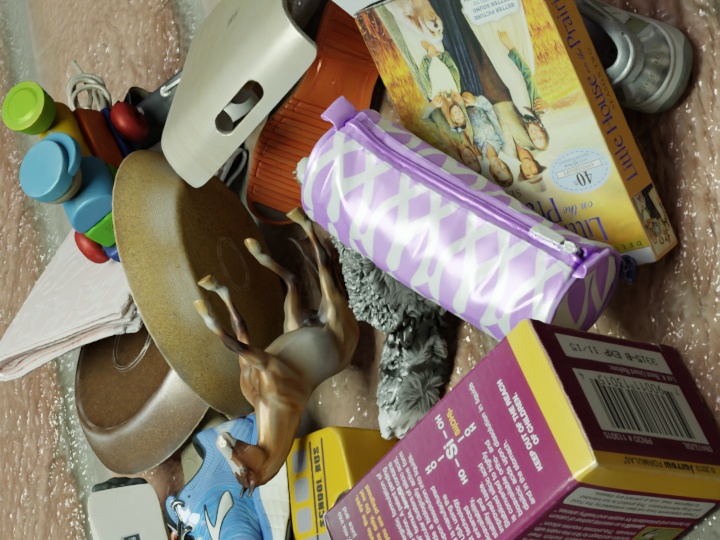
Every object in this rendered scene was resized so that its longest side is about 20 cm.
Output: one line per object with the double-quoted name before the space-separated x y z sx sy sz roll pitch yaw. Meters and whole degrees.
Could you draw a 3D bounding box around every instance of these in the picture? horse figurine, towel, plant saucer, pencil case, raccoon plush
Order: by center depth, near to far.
"pencil case" 0.058 -0.022 1.068 0.200 0.086 0.084 30 61 24
"raccoon plush" 0.000 0.000 1.214 0.134 0.097 0.200 27 102 56
"horse figurine" -0.050 0.043 1.216 0.050 0.200 0.133 -19 108 34
"plant saucer" -0.102 0.002 1.259 0.035 0.200 0.201 -23 63 19
"plant saucer" -0.164 0.058 1.389 0.200 0.034 0.201 -31 46 39
"towel" -0.190 -0.010 1.399 0.191 0.032 0.200 -19 33 45

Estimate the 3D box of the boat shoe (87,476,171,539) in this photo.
"boat shoe" -0.157 0.252 1.325 0.200 0.074 0.093 -106 11 -46

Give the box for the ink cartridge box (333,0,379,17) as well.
"ink cartridge box" 0.007 -0.267 1.140 0.084 0.200 0.176 -16 49 47

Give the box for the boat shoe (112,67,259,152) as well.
"boat shoe" -0.165 -0.118 1.420 0.200 0.074 0.060 -21 103 42

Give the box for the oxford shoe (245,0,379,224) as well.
"oxford shoe" -0.027 -0.125 1.298 0.200 0.071 0.073 -61 18 21

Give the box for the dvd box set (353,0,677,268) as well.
"dvd box set" 0.091 -0.087 1.088 0.146 0.029 0.200 -12 108 46

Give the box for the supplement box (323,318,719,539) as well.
"supplement box" 0.096 0.132 1.042 0.200 0.131 0.103 -47 50 31

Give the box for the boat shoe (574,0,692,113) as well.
"boat shoe" 0.116 -0.146 1.126 0.202 0.065 0.075 29 104 48

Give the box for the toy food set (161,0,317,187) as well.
"toy food set" -0.065 -0.162 1.265 0.144 0.060 0.200 -45 23 32

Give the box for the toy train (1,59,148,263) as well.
"toy train" -0.221 -0.107 1.336 0.085 0.116 0.200 -38 56 14

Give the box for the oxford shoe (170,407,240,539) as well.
"oxford shoe" -0.103 0.176 1.299 0.070 0.075 0.200 -49 48 33

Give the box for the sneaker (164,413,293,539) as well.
"sneaker" -0.086 0.187 1.226 0.089 0.079 0.200 -7 48 4

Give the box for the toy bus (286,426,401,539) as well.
"toy bus" 0.002 0.204 1.181 0.078 0.065 0.200 -24 64 43
